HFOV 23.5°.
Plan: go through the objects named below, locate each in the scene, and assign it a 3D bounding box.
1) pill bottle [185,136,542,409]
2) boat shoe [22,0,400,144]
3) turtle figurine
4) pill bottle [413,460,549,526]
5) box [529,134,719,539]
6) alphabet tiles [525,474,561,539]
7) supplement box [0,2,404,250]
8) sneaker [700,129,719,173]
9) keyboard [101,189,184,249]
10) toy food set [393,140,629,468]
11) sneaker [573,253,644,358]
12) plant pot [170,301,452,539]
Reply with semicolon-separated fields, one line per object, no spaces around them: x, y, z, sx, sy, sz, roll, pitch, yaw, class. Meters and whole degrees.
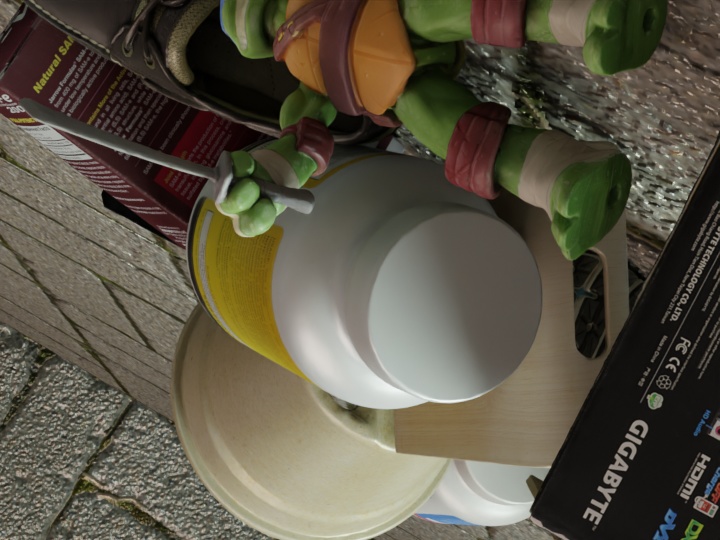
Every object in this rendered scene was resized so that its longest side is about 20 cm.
0.000;0.000;0.788;0.112;0.112;0.200;37;174;-24;pill bottle
-0.072;-0.112;0.778;0.200;0.073;0.065;20;-164;6;boat shoe
-0.004;-0.079;0.622;0.194;0.144;0.200;19;166;30;turtle figurine
0.086;0.130;1.262;0.112;0.112;0.200;33;167;-8;pill bottle
0.178;0.030;0.489;0.198;0.200;0.050;27;-165;9;box
0.145;0.149;0.675;0.166;0.006;0.200;31;-165;-21;alphabet tiles
-0.086;-0.078;0.886;0.200;0.109;0.061;38;166;-25;supplement box
0.165;-0.023;0.601;0.085;0.077;0.200;26;167;0;sneaker
-0.043;-0.040;0.973;0.200;0.104;0.040;26;143;22;keyboard
0.071;0.019;0.842;0.060;0.144;0.200;0;177;-23;toy food set
0.124;0.049;0.956;0.090;0.078;0.200;24;165;41;sneaker
-0.001;0.057;1.057;0.200;0.201;0.183;33;158;-6;plant pot
